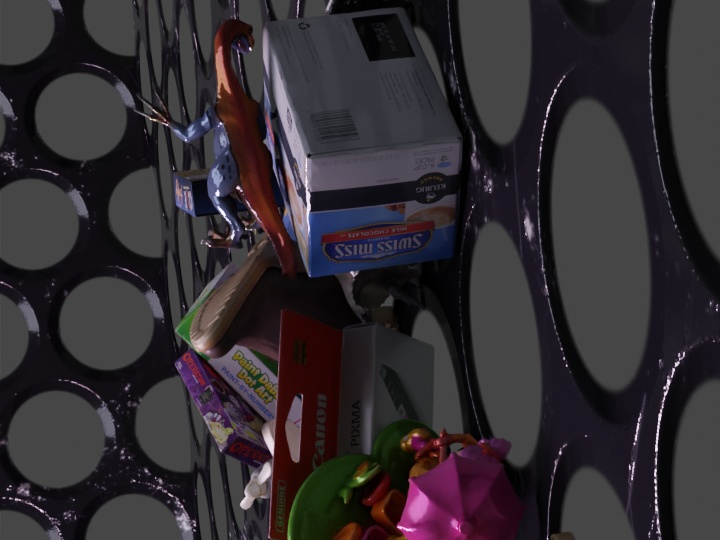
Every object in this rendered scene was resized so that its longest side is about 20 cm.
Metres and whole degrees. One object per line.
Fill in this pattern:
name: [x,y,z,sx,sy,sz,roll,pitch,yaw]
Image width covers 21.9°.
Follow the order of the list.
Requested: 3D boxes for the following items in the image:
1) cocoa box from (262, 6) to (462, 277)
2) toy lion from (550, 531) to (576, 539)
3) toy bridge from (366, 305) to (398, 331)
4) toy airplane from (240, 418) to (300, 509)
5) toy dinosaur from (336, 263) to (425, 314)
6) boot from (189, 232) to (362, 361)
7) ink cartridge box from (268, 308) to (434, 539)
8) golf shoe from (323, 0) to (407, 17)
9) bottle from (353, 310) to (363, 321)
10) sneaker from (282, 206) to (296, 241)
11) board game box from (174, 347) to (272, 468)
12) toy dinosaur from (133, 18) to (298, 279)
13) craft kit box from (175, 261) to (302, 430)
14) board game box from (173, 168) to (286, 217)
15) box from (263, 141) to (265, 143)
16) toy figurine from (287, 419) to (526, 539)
cocoa box: [-0.002,-0.111,1.581,0.200,0.133,0.132,-109,16,-47]
toy lion: [0.134,0.308,1.350,0.192,0.068,0.201,94,166,-67]
toy bridge: [0.020,0.128,1.841,0.067,0.027,0.200,-111,19,-50]
toy airplane: [-0.026,0.254,1.711,0.199,0.141,0.200,37,-145,-43]
toy dinosaur: [0.000,0.000,1.764,0.200,0.077,0.103,143,127,-72]
boot: [-0.052,0.062,1.619,0.166,0.072,0.200,48,-148,-8]
ink cartridge box: [-0.003,0.142,1.585,0.043,0.173,0.201,-9,70,34]
golf shoe: [-0.007,-0.211,1.694,0.095,0.077,0.200,-108,18,-45]
bottle: [-0.039,0.054,1.828,0.065,0.083,0.200,58,-174,-27]
sneaker: [-0.032,-0.002,1.954,0.200,0.075,0.088,87,158,-46]
board game box: [-0.089,0.154,1.799,0.200,0.032,0.120,33,-165,-49]
toy dinosaur: [-0.092,-0.116,1.592,0.200,0.105,0.182,26,122,37]
craft kit box: [-0.087,0.092,1.849,0.197,0.049,0.200,43,-169,-5]
board game box: [-0.067,-0.082,1.739,0.135,0.199,0.035,-153,57,-76]
box: [-0.054,-0.157,1.948,0.200,0.070,0.064,115,145,-68]
toy figurine: [0.064,0.184,1.478,0.150,0.200,0.184,45,144,-14]
